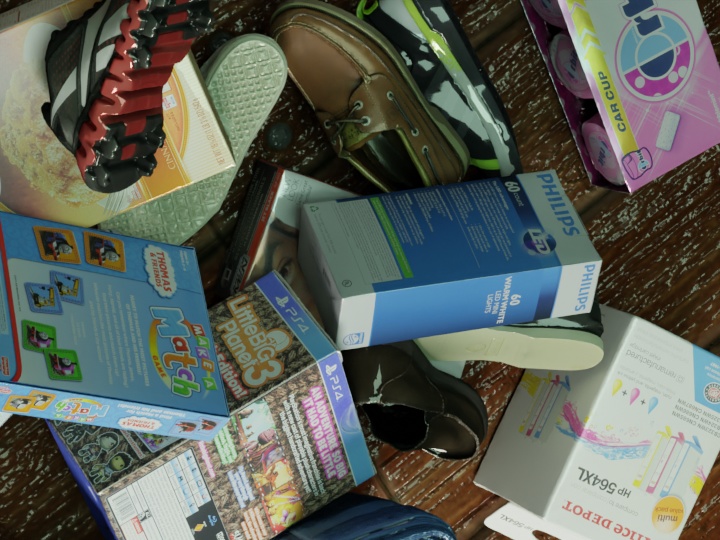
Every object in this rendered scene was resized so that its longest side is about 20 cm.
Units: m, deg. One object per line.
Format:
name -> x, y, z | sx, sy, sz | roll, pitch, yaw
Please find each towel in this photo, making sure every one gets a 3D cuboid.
towel -> -0.009, 0.202, 1.761 | 0.111, 0.200, 0.049 | -18, 96, -19

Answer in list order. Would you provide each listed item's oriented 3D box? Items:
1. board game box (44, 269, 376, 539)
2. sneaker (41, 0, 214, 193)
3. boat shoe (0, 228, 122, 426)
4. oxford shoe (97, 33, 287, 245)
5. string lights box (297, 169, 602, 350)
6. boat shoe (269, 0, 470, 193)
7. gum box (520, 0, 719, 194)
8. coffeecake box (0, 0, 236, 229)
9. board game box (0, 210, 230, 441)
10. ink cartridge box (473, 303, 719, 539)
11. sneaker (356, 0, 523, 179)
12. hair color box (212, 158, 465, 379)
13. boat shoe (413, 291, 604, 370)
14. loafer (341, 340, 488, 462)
board game box -> -0.107, 0.124, 1.717 | 0.200, 0.097, 0.160 | -30, 141, -13
sneaker -> -0.159, -0.154, 1.561 | 0.071, 0.098, 0.201 | -12, 135, -49
boat shoe -> -0.245, 0.043, 1.701 | 0.062, 0.072, 0.200 | 41, 86, -24
oxford shoe -> -0.122, -0.091, 1.741 | 0.075, 0.058, 0.200 | 33, 98, -16
string lights box -> 0.064, -0.009, 1.722 | 0.199, 0.103, 0.059 | -8, 136, -16
boat shoe -> 0.006, -0.118, 1.750 | 0.200, 0.072, 0.068 | 42, 44, -20
gum box -> 0.209, -0.177, 1.860 | 0.113, 0.066, 0.200 | -28, 108, -18
coffeecake box -> -0.210, -0.111, 1.660 | 0.200, 0.073, 0.154 | -23, 108, 1
board game box -> -0.194, 0.035, 1.601 | 0.200, 0.152, 0.037 | 11, 137, -30
ink cartridge box -> 0.195, 0.139, 1.875 | 0.128, 0.125, 0.200 | 25, 88, -25
sneaker -> 0.059, -0.134, 1.817 | 0.083, 0.072, 0.200 | -26, 109, 10
hair color box -> 0.000, 0.000, 1.803 | 0.200, 0.064, 0.111 | 18, 92, -24
boat shoe -> 0.087, 0.031, 1.782 | 0.201, 0.074, 0.063 | 6, 63, -15
loafer -> 0.034, 0.109, 1.795 | 0.200, 0.073, 0.072 | 41, 49, -50
